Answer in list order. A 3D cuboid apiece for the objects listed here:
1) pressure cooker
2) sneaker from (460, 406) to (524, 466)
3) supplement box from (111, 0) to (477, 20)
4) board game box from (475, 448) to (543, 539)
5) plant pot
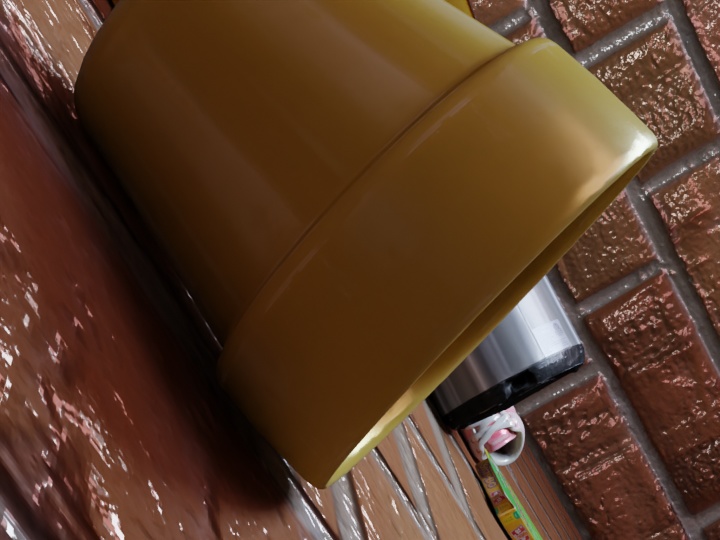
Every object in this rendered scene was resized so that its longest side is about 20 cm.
[{"bbox_3d":[0.128,0.048,1.508,0.201,0.178,0.176,63,11,9],"label":"pressure cooker"},{"bbox_3d":[0.136,0.147,1.629,0.201,0.075,0.105,62,-3,-36],"label":"sneaker"},{"bbox_3d":[-0.044,-0.186,0.942,0.133,0.199,0.197,61,4,20],"label":"supplement box"},{"bbox_3d":[0.182,0.291,1.545,0.201,0.030,0.096,61,3,-29],"label":"board game box"},{"bbox_3d":[-0.010,-0.046,0.589,0.189,0.201,0.201,46,3,7],"label":"plant pot"}]
